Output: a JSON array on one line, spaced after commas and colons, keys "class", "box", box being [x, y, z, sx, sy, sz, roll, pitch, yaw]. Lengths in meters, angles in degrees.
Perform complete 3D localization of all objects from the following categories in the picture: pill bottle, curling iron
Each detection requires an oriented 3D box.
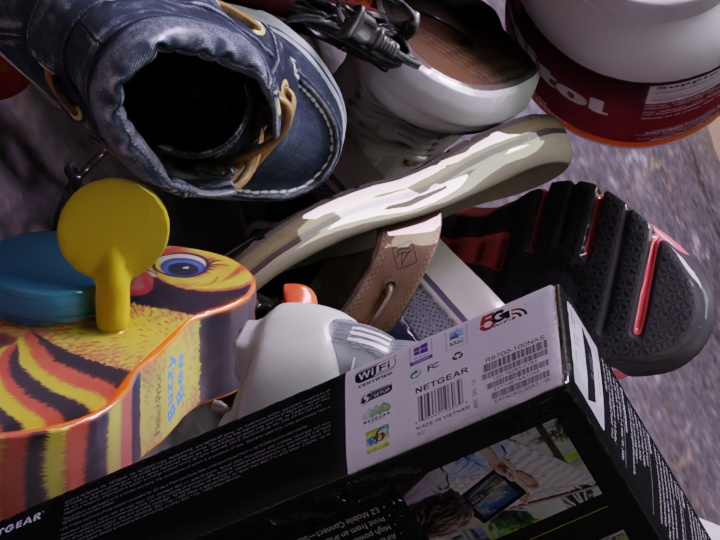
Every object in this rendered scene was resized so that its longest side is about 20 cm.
[{"class": "pill bottle", "box": [0.114, -0.122, 1.190, 0.200, 0.112, 0.114, 77, -5, -80]}, {"class": "curling iron", "box": [-0.068, -0.116, 1.075, 0.050, 0.199, 0.026, 65, 47, -81]}]

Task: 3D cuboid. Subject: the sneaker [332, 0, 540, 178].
[{"class": "sneaker", "box": [0.022, -0.065, 1.184, 0.073, 0.085, 0.200, 28, 11, -3]}]

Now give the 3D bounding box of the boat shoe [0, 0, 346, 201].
[{"class": "boat shoe", "box": [-0.050, -0.051, 0.991, 0.091, 0.071, 0.200, 44, 9, 35]}]

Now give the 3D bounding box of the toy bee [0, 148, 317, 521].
[{"class": "toy bee", "box": [-0.072, 0.018, 0.974, 0.131, 0.108, 0.201, 86, 14, -48]}]

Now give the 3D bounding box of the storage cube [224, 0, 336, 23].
[{"class": "storage cube", "box": [-0.051, -0.191, 1.166, 0.201, 0.170, 0.180, 63, 24, -13]}]

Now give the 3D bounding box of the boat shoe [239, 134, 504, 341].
[{"class": "boat shoe", "box": [-0.025, 0.003, 1.177, 0.200, 0.093, 0.075, 45, -16, 24]}]

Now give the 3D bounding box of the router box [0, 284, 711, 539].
[{"class": "router box", "box": [0.002, 0.107, 0.872, 0.150, 0.199, 0.051, 58, 18, -31]}]

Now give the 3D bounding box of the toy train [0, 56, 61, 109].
[{"class": "toy train", "box": [-0.099, -0.117, 1.016, 0.200, 0.115, 0.085, 28, 43, -39]}]

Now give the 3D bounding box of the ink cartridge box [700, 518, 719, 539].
[{"class": "ink cartridge box", "box": [0.133, 0.214, 1.229, 0.200, 0.082, 0.147, -54, 162, -64]}]

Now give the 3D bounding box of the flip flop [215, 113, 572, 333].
[{"class": "flip flop", "box": [0.000, 0.000, 1.104, 0.199, 0.081, 0.058, -24, 90, -27]}]

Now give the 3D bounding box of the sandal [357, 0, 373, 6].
[{"class": "sandal", "box": [-0.027, -0.183, 1.348, 0.207, 0.079, 0.059, 59, 23, 2]}]

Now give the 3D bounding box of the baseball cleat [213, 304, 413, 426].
[{"class": "baseball cleat", "box": [-0.006, 0.104, 0.944, 0.070, 0.106, 0.201, -63, 166, -48]}]

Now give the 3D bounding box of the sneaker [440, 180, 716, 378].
[{"class": "sneaker", "box": [0.076, 0.007, 1.239, 0.087, 0.199, 0.074, 28, 77, -47]}]
